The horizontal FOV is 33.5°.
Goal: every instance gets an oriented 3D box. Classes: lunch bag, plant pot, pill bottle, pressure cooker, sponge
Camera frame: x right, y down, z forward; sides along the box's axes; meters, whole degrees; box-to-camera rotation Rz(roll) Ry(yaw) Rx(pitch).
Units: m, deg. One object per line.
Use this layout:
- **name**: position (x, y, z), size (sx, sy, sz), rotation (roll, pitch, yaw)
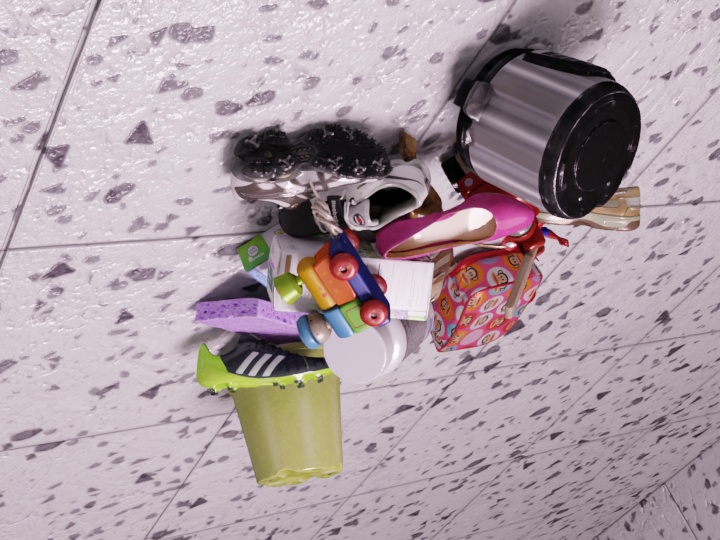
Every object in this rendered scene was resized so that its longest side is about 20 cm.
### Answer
- **lunch bag**: position (0.207, 0.047, 1.921), size (0.176, 0.082, 0.200), rotation (-12, 149, -27)
- **plant pot**: position (-0.104, 0.223, 1.800), size (0.200, 0.185, 0.200), rotation (-10, 163, -3)
- **pill bottle**: position (0.026, 0.088, 1.732), size (0.114, 0.114, 0.200), rotation (-40, 178, 25)
- **pressure cooker**: position (0.211, -0.172, 1.437), size (0.178, 0.200, 0.176), rotation (-37, 136, -24)
- **sponge**: position (-0.130, 0.073, 1.686), size (0.111, 0.030, 0.200), rotation (-6, 164, 31)

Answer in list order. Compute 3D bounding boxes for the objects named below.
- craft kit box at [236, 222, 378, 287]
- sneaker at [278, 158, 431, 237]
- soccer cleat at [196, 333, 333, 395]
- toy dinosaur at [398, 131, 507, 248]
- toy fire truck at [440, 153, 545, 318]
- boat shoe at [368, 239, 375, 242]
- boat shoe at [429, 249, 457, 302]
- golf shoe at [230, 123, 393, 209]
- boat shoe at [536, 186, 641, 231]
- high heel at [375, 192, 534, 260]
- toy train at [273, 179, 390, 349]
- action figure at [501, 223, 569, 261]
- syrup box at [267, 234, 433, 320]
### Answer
- **craft kit box**: position (-0.039, -0.031, 1.623), size (0.197, 0.049, 0.200), rotation (-29, 153, 10)
- **sneaker**: position (-0.012, -0.081, 1.465), size (0.199, 0.089, 0.074), rotation (-18, 114, 13)
- **soccer cleat**: position (-0.134, 0.128, 1.696), size (0.199, 0.081, 0.068), rotation (-4, 166, -4)
- **toy dinosaur**: position (0.087, -0.083, 1.531), size (0.106, 0.200, 0.060), rotation (-1, -137, 54)
- **toy fire truck**: position (0.195, -0.059, 1.604), size (0.128, 0.200, 0.176), rotation (-32, 153, 10)
- **boat shoe**: position (0.000, 0.000, 1.587), size (0.200, 0.071, 0.091), rotation (-37, 153, 22)
- **boat shoe**: position (0.083, 0.016, 1.680), size (0.076, 0.072, 0.200), rotation (-22, -163, 45)
- **golf shoe**: position (-0.062, -0.119, 1.418), size (0.199, 0.078, 0.095), rotation (0, 148, -23)
- **boat shoe**: position (0.303, -0.106, 1.712), size (0.199, 0.076, 0.072), rotation (6, -164, 16)
- **high heel**: position (0.118, -0.047, 1.471), size (0.199, 0.096, 0.068), rotation (0, 120, 0)
- **toy train**: position (-0.056, -0.003, 1.421), size (0.115, 0.085, 0.200), rotation (-28, 113, 13)
- **action figure**: position (0.300, -0.074, 1.792), size (0.200, 0.099, 0.065), rotation (-37, 151, 25)
- **syrup box**: position (-0.015, 0.009, 1.515), size (0.199, 0.079, 0.082), rotation (3, 106, -12)
